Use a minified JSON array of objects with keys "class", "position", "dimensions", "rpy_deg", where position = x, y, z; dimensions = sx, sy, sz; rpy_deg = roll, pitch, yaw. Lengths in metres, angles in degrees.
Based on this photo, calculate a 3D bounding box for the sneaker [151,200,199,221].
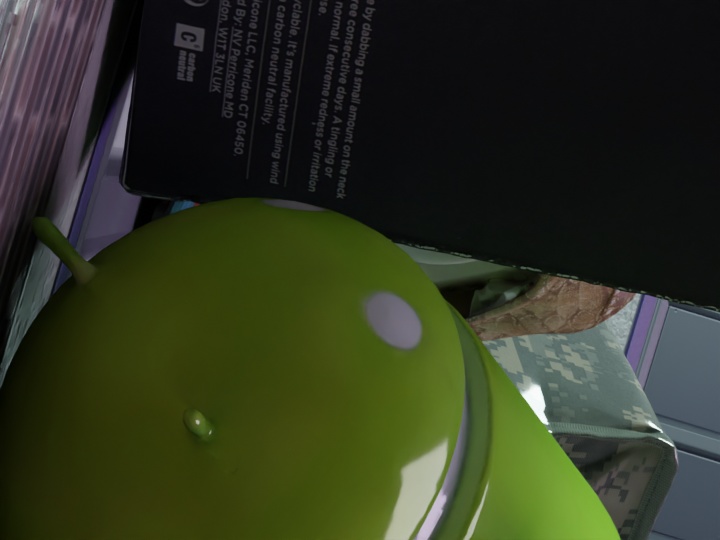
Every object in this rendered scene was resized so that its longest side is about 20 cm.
[{"class":"sneaker","position":[-0.034,0.031,0.747],"dimensions":[0.079,0.095,0.201],"rpy_deg":[-178,-74,-87]}]

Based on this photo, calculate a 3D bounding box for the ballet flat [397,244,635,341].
[{"class":"ballet flat","position":[0.000,0.000,0.798],"dimensions":[0.065,0.199,0.071],"rpy_deg":[41,38,-57]}]

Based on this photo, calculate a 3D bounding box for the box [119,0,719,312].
[{"class":"box","position":[0.051,-0.091,0.596],"dimensions":[0.200,0.181,0.104],"rpy_deg":[-74,176,-58]}]

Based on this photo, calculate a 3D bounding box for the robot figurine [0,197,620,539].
[{"class":"robot figurine","position":[-0.009,0.063,0.526],"dimensions":[0.116,0.175,0.200],"rpy_deg":[-43,136,-5]}]

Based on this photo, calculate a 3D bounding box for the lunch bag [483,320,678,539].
[{"class":"lunch bag","position":[0.034,0.109,0.902],"dimensions":[0.164,0.117,0.201],"rpy_deg":[-106,-148,-66]}]
